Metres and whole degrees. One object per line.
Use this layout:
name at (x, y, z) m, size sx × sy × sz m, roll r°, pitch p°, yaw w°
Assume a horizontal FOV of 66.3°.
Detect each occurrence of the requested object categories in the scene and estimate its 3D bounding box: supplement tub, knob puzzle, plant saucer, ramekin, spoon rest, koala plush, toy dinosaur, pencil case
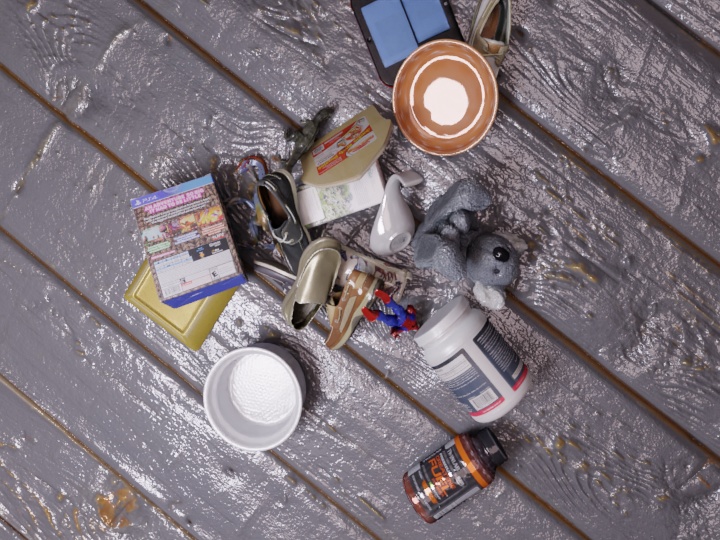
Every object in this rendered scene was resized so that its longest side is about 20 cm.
supplement tub at (0.207, 0.163, 1.025) m, size 0.140 × 0.140 × 0.201 m, roll -40°, pitch 90°, yaw 8°
knob puzzle at (-0.022, -0.209, 1.011) m, size 0.217 × 0.221 × 0.031 m, roll -30°, pitch 128°, yaw 9°
plant saucer at (-0.370, 0.034, 1.126) m, size 0.198 × 0.048 × 0.202 m, roll 35°, pitch 97°, yaw 2°
supplement tub at (0.185, 0.388, 1.065) m, size 0.199 × 0.107 × 0.108 m, roll -38°, pitch 90°, yaw 8°
ramekin at (-0.202, 0.243, 1.100) m, size 0.195 × 0.098 × 0.206 m, roll 1°, pitch 95°, yaw 7°
spoon rest at (0.067, -0.104, 1.012) m, size 0.098 × 0.202 × 0.061 m, roll -18°, pitch 55°, yaw -24°
plant saucer at (0.156, -0.315, 1.011) m, size 0.196 × 0.037 × 0.204 m, roll 9°, pitch 116°, yaw 19°
koala plush at (0.209, -0.037, 1.012) m, size 0.197 × 0.183 × 0.181 m, roll 25°, pitch 76°, yaw -13°
toy dinosaur at (-0.120, -0.237, 1.054) m, size 0.087 × 0.047 × 0.203 m, roll 5°, pitch 66°, yaw 45°
pencil case at (0.000, 0.000, 1.062) m, size 0.196 × 0.078 × 0.090 m, roll 23°, pitch 137°, yaw 5°
toy dinosaur at (-0.199, -0.129, 1.094) m, size 0.103 × 0.200 × 0.185 m, roll -9°, pitch 62°, yaw 28°

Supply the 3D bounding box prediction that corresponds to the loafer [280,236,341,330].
loafer at (-0.083, 0.030, 1.002) m, size 0.074 × 0.069 × 0.202 m, roll 8°, pitch 125°, yaw -29°

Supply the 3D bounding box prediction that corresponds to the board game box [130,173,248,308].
board game box at (-0.321, -0.054, 1.051) m, size 0.156 × 0.097 × 0.204 m, roll -19°, pitch 81°, yaw -8°

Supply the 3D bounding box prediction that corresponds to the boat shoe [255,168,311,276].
boat shoe at (-0.140, -0.076, 1.000) m, size 0.070 × 0.068 × 0.204 m, roll -2°, pitch 114°, yaw 27°

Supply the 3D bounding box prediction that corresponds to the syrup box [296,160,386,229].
syrup box at (-0.047, -0.141, 1.057) m, size 0.196 × 0.081 × 0.080 m, roll -19°, pitch 96°, yaw 7°

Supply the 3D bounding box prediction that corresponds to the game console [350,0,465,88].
game console at (0.088, -0.466, 1.039) m, size 0.174 × 0.031 × 0.204 m, roll -22°, pitch 93°, yaw 8°

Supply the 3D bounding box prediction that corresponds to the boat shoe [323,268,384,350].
boat shoe at (-0.026, 0.069, 1.035) m, size 0.073 × 0.076 × 0.201 m, roll 33°, pitch 128°, yaw -1°

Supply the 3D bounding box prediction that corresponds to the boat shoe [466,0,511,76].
boat shoe at (0.228, -0.402, 1.002) m, size 0.073 × 0.068 × 0.205 m, roll 5°, pitch 97°, yaw -13°

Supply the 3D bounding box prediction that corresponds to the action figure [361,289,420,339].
action figure at (0.069, 0.087, 1.013) m, size 0.051 × 0.199 × 0.066 m, roll 35°, pitch 93°, yaw 28°

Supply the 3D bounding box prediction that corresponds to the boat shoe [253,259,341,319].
boat shoe at (-0.127, 0.037, 1.087) m, size 0.197 × 0.073 × 0.064 m, roll 24°, pitch 97°, yaw -2°
